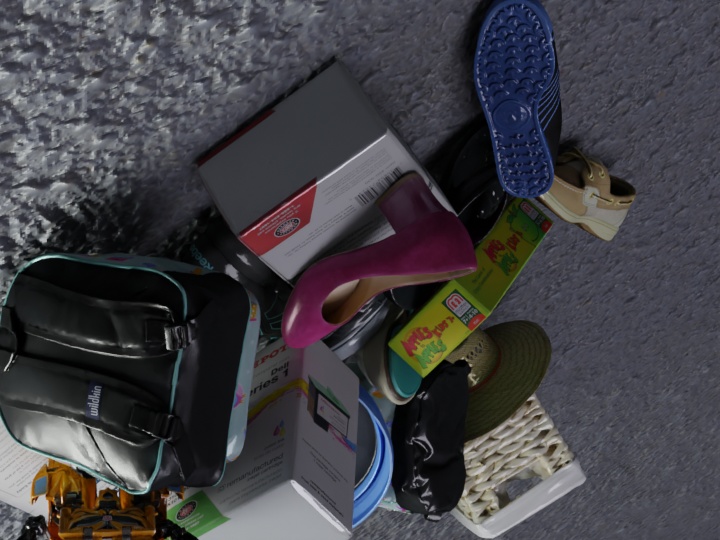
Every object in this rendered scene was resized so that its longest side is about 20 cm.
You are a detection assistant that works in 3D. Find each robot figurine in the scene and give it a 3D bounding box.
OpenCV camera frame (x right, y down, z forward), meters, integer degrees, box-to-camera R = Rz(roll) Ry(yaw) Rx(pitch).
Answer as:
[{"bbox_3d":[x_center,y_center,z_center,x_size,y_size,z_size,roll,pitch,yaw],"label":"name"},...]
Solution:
[{"bbox_3d":[-0.198,0.189,1.291,0.145,0.200,0.058,-1,108,-9],"label":"robot figurine"}]

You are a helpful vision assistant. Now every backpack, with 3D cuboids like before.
[{"bbox_3d":[-0.182,0.072,1.287,0.153,0.200,0.176,0,98,-60],"label":"backpack"},{"bbox_3d":[0.001,0.156,1.652,0.200,0.167,0.127,3,173,35],"label":"backpack"}]

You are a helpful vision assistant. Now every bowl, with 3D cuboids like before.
[{"bbox_3d":[-0.069,0.165,1.547,0.201,0.039,0.201,2,120,3],"label":"bowl"}]

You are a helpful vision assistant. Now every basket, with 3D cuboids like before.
[{"bbox_3d":[0.133,0.186,1.814,0.136,0.123,0.200,-30,-164,-10],"label":"basket"}]

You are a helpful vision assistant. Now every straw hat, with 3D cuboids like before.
[{"bbox_3d":[0.098,0.090,1.734,0.201,0.201,0.085,-37,113,6],"label":"straw hat"}]

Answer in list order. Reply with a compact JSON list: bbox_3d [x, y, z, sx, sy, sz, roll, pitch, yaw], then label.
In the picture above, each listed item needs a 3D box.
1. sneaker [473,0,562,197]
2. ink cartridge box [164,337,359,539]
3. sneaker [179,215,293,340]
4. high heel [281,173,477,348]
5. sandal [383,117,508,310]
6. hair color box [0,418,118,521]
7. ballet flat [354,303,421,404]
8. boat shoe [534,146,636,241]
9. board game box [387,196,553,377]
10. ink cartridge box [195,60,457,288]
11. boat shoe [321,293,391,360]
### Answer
[{"bbox_3d":[0.134,-0.160,1.406,0.070,0.078,0.200,0,131,8],"label":"sneaker"},{"bbox_3d":[-0.082,0.161,1.401,0.145,0.200,0.084,-31,119,22],"label":"ink cartridge box"},{"bbox_3d":[-0.099,0.023,1.436,0.079,0.075,0.200,-43,143,1],"label":"sneaker"},{"bbox_3d":[0.013,0.020,1.343,0.200,0.096,0.067,-45,151,25],"label":"high heel"},{"bbox_3d":[0.094,-0.048,1.483,0.075,0.048,0.200,37,83,-47],"label":"sandal"},{"bbox_3d":[-0.265,0.155,1.427,0.100,0.061,0.200,-39,136,15],"label":"hair color box"},{"bbox_3d":[0.030,0.071,1.587,0.069,0.069,0.200,-51,-174,31],"label":"ballet flat"},{"bbox_3d":[0.207,-0.085,1.611,0.066,0.074,0.200,-54,151,10],"label":"boat shoe"},{"bbox_3d":[0.106,0.010,1.560,0.102,0.048,0.200,-46,-179,34],"label":"board game box"},{"bbox_3d":[-0.023,-0.063,1.365,0.147,0.083,0.200,-35,154,5],"label":"ink cartridge box"},{"bbox_3d":[0.000,0.000,1.528,0.200,0.072,0.071,-51,142,11],"label":"boat shoe"}]
